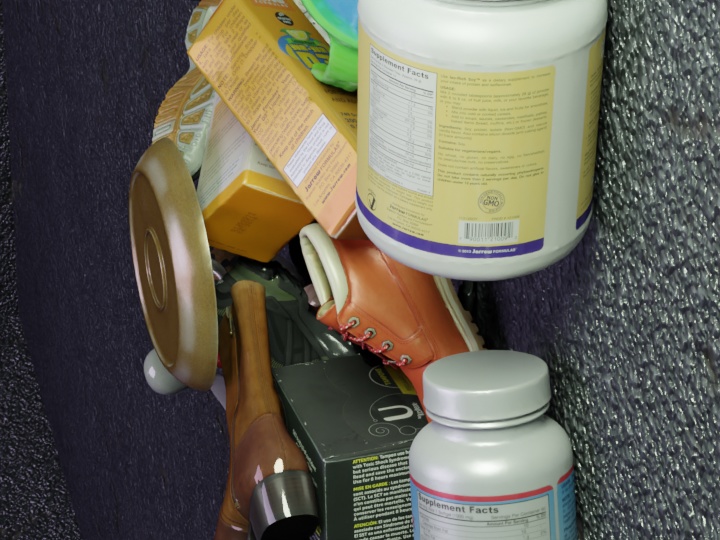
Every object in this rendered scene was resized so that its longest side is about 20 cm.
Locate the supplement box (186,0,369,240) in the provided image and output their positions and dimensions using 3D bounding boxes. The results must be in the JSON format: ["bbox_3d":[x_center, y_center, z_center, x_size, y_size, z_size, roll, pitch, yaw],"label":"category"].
[{"bbox_3d":[-0.036,-0.109,1.527,0.200,0.067,0.069,50,119,29],"label":"supplement box"}]

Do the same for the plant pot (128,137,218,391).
[{"bbox_3d":[-0.149,-0.003,1.706,0.200,0.027,0.200,171,90,-74],"label":"plant pot"}]

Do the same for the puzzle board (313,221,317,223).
[{"bbox_3d":[-0.036,-0.133,1.758,0.200,0.017,0.151,-130,60,-68],"label":"puzzle board"}]

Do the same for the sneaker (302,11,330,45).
[{"bbox_3d":[-0.014,-0.144,1.605,0.075,0.087,0.200,-37,50,49],"label":"sneaker"}]

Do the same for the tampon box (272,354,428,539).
[{"bbox_3d":[0.010,0.184,1.710,0.150,0.126,0.200,-126,31,-58],"label":"tampon box"}]

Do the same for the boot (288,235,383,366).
[{"bbox_3d":[0.001,0.000,1.734,0.198,0.073,0.163,113,150,-51],"label":"boot"}]

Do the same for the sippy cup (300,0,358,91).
[{"bbox_3d":[0.014,-0.219,1.476,0.140,0.178,0.130,53,-178,-14],"label":"sippy cup"}]

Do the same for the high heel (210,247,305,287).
[{"bbox_3d":[-0.117,0.026,2.047,0.071,0.142,0.200,-120,25,-52],"label":"high heel"}]

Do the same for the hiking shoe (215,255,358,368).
[{"bbox_3d":[-0.053,0.077,1.802,0.200,0.101,0.076,45,-174,-14],"label":"hiking shoe"}]

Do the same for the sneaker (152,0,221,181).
[{"bbox_3d":[-0.106,-0.142,1.809,0.076,0.088,0.200,-15,44,37],"label":"sneaker"}]

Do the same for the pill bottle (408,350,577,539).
[{"bbox_3d":[0.088,0.159,1.446,0.109,0.109,0.200,-141,44,-68],"label":"pill bottle"}]

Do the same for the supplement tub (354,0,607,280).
[{"bbox_3d":[0.069,-0.111,1.287,0.145,0.145,0.200,-121,27,-54],"label":"supplement tub"}]

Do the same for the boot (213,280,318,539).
[{"bbox_3d":[-0.095,0.134,1.695,0.188,0.068,0.200,109,150,-59],"label":"boot"}]

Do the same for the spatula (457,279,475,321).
[{"bbox_3d":[0.073,0.003,1.573,0.057,0.021,0.200,48,147,44],"label":"spatula"}]

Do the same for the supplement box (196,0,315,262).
[{"bbox_3d":[-0.063,-0.123,1.685,0.126,0.073,0.200,142,141,-60],"label":"supplement box"}]

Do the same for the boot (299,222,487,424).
[{"bbox_3d":[0.025,0.044,1.551,0.075,0.107,0.200,-25,85,67],"label":"boot"}]

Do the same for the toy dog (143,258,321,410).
[{"bbox_3d":[-0.078,0.072,1.908,0.096,0.200,0.132,75,-155,-67],"label":"toy dog"}]
